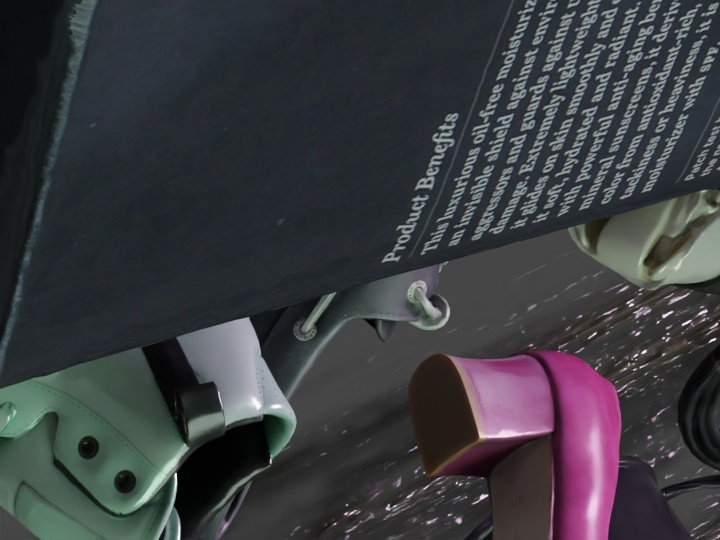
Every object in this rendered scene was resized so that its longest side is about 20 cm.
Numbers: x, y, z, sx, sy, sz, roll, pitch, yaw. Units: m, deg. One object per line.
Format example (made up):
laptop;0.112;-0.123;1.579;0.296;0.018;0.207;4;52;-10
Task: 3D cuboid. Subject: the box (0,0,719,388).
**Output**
box;-0.026;-0.105;0.604;0.197;0.200;0.124;-14;145;-31

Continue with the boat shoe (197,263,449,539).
boat shoe;0.000;0.000;0.892;0.200;0.063;0.073;-44;171;6

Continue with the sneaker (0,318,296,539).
sneaker;-0.116;0.055;0.819;0.200;0.118;0.074;-30;152;-8

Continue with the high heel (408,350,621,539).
high heel;0.078;0.122;1.045;0.096;0.201;0.067;6;146;-41

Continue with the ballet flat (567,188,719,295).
ballet flat;0.094;-0.041;0.950;0.068;0.068;0.201;-51;150;-26

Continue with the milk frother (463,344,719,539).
milk frother;0.157;0.146;1.162;0.180;0.188;0.201;-13;143;-36
